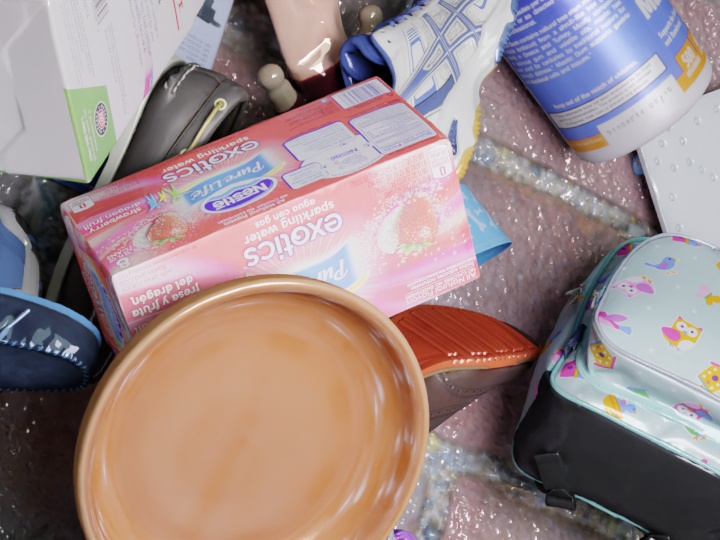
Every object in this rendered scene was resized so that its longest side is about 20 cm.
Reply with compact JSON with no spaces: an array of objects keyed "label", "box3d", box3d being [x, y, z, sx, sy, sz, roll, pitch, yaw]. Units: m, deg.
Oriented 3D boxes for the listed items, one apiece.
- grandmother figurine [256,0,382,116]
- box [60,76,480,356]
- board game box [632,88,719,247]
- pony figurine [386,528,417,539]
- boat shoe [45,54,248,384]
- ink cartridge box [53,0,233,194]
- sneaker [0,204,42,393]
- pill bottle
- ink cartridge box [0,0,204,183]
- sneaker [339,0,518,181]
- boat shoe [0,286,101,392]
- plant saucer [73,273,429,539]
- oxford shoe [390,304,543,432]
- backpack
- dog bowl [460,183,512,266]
[{"label":"grandmother figurine","box3d":[-0.025,-0.130,1.381,0.121,0.060,0.200,-32,116,-34]},{"label":"box","box3d":[-0.048,-0.016,1.224,0.200,0.103,0.095,-23,121,-14]},{"label":"board game box","box3d":[0.290,-0.037,1.611,0.200,0.026,0.200,-21,96,-33]},{"label":"pony figurine","box3d":[0.032,0.241,1.349,0.193,0.167,0.201,19,91,-18]},{"label":"boat shoe","box3d":[-0.125,-0.023,1.281,0.202,0.060,0.072,-69,165,4]},{"label":"ink cartridge box","box3d":[-0.144,-0.145,1.335,0.119,0.042,0.200,26,72,-28]},{"label":"sneaker","box3d":[-0.238,0.049,1.226,0.077,0.076,0.200,31,67,-30]},{"label":"pill bottle","box3d":[0.135,-0.180,1.476,0.112,0.112,0.200,-48,110,-28]},{"label":"ink cartridge box","box3d":[-0.149,-0.154,1.220,0.200,0.067,0.117,-64,153,-47]},{"label":"sneaker","box3d":[0.036,-0.135,1.353,0.088,0.075,0.200,28,53,-19]},{"label":"boat shoe","box3d":[-0.237,0.050,1.161,0.199,0.084,0.069,3,53,4]},{"label":"plant saucer","box3d":[-0.060,0.093,1.184,0.200,0.037,0.201,-10,115,-22]},{"label":"oxford shoe","box3d":[0.034,0.071,1.420,0.200,0.071,0.073,-8,122,-41]},{"label":"backpack","box3d":[0.205,0.066,1.440,0.175,0.154,0.200,24,34,4]},{"label":"dog bowl","box3d":[0.000,0.000,1.372,0.200,0.111,0.050,-22,83,-33]}]
